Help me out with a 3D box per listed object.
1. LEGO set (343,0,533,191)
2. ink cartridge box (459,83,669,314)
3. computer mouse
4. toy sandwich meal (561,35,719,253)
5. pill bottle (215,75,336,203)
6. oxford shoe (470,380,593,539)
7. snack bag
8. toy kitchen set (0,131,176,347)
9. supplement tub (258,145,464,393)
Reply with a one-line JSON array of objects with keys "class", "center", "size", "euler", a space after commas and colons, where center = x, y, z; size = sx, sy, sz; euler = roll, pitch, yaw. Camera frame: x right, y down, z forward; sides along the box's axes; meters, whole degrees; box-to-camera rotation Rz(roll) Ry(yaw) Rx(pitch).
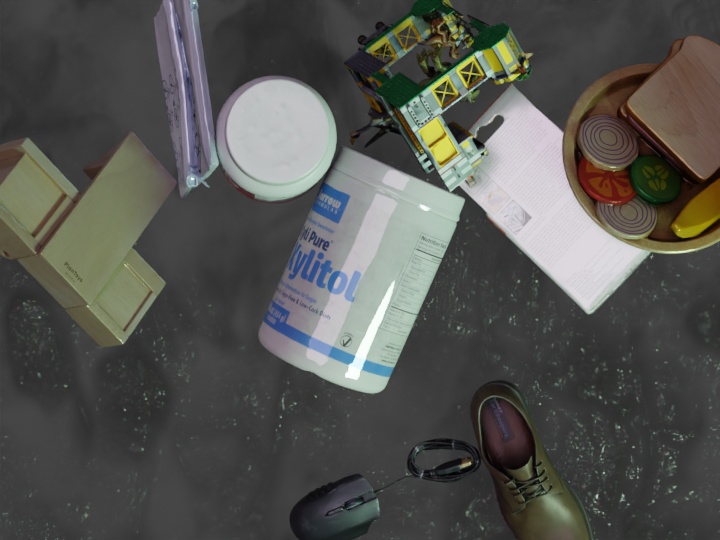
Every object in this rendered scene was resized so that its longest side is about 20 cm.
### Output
[{"class": "LEGO set", "center": [0.080, -0.158, 1.732], "size": [0.154, 0.200, 0.116], "euler": [-42, 122, -13]}, {"class": "ink cartridge box", "center": [0.179, -0.066, 1.763], "size": [0.200, 0.050, 0.109], "euler": [44, 97, 8]}, {"class": "computer mouse", "center": [0.020, 0.208, 1.784], "size": [0.200, 0.034, 0.059], "euler": [-27, 85, 16]}, {"class": "toy sandwich meal", "center": [0.281, -0.113, 1.708], "size": [0.205, 0.070, 0.206], "euler": [2, 71, -7]}, {"class": "pill bottle", "center": [-0.077, -0.118, 1.722], "size": [0.109, 0.200, 0.110], "euler": [0, 89, -3]}, {"class": "oxford shoe", "center": [0.152, 0.200, 1.749], "size": [0.073, 0.084, 0.200], "euler": [-29, 87, 7]}, {"class": "snack bag", "center": [-0.162, -0.168, 1.752], "size": [0.021, 0.200, 0.189], "euler": [-7, 88, -12]}, {"class": "toy kitchen set", "center": [-0.298, -0.048, 1.843], "size": [0.200, 0.180, 0.163], "euler": [49, 56, -25]}, {"class": "supplement tub", "center": [0.000, 0.000, 1.752], "size": [0.132, 0.132, 0.200], "euler": [23, 93, 9]}]
